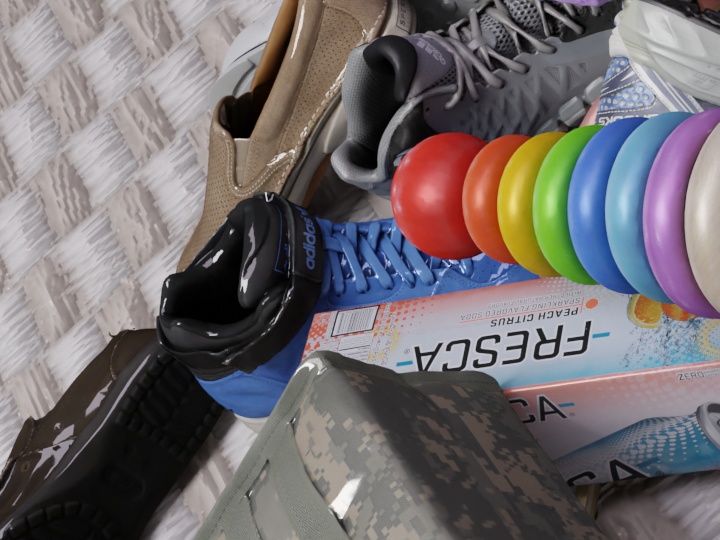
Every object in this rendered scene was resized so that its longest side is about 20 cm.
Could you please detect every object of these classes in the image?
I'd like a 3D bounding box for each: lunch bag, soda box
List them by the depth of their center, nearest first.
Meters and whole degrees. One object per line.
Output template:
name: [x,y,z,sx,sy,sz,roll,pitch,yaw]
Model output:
lunch bag: [0.003,0.158,0.886,0.200,0.117,0.164,-58,45,25]
soda box: [0.073,0.048,0.968,0.200,0.068,0.064,-9,45,26]

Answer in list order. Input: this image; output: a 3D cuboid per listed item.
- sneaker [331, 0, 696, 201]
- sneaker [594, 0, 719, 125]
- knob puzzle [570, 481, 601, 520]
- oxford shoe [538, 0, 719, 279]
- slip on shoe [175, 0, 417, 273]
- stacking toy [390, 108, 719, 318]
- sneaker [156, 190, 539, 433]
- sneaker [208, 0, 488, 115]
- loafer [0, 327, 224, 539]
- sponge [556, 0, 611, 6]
sneaker: [0.063,-0.100,1.040,0.200,0.115,0.075,-48,58,20]
sneaker: [0.184,-0.039,0.946,0.200,0.077,0.085,29,107,20]
knob puzzle: [0.004,0.156,0.993,0.219,0.030,0.220,-20,50,26]
oxford shoe: [0.153,-0.062,1.005,0.074,0.071,0.200,34,86,39]
slip on shoe: [-0.048,-0.061,1.123,0.200,0.060,0.076,-52,28,31]
stacking toy: [0.088,-0.027,0.926,0.200,0.085,0.086,6,64,45]
sneaker: [0.000,0.001,1.047,0.200,0.111,0.077,-25,49,22]
sneaker: [0.010,-0.133,1.161,0.200,0.076,0.081,-22,29,29]
loafer: [-0.142,0.110,1.121,0.200,0.073,0.071,-50,33,-10]
sponge: [0.077,-0.164,1.034,0.111,0.030,0.200,-37,30,-23]
